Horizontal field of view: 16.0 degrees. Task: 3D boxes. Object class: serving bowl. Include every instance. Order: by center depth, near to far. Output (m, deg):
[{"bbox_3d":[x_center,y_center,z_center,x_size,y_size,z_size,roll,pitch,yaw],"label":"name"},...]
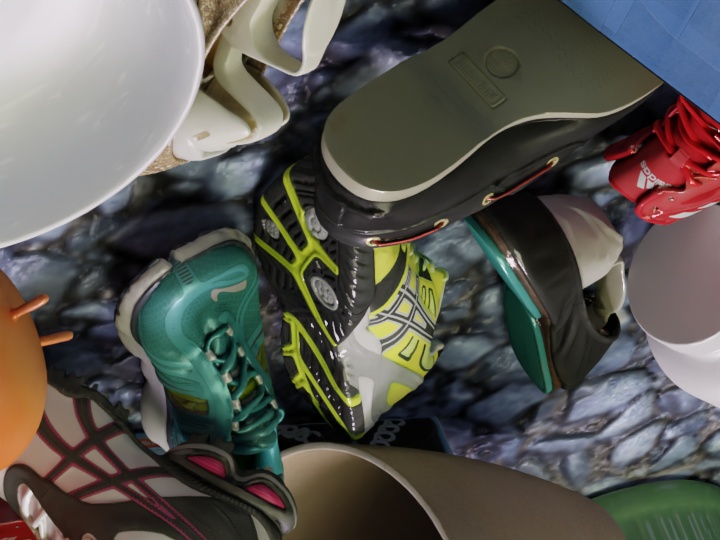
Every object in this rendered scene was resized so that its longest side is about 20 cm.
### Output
[{"bbox_3d":[-0.165,-0.092,1.016,0.200,0.066,0.200,-13,143,-10],"label":"serving bowl"}]

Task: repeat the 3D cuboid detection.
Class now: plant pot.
[{"bbox_3d":[0.053,0.176,1.371,0.200,0.187,0.187,-3,142,-47],"label":"plant pot"}]

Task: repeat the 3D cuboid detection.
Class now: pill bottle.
[{"bbox_3d":[0.229,0.030,1.379,0.112,0.113,0.200,-39,144,21],"label":"pill bottle"}]

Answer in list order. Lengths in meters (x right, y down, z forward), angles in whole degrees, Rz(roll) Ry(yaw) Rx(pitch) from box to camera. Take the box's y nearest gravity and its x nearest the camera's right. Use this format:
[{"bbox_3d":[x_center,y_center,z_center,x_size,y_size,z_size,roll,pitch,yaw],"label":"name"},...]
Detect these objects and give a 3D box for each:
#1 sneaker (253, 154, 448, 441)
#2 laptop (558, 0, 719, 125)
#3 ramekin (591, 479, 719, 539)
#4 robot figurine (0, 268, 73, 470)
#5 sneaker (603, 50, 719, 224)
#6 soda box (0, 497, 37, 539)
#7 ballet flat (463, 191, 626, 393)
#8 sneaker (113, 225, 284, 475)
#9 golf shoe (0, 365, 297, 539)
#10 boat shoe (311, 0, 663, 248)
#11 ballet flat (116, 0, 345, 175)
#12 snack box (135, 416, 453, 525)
[{"bbox_3d":[0.000,0.000,1.255,0.076,0.075,0.200,-36,153,-21],"label":"sneaker"},{"bbox_3d":[0.103,-0.152,1.049,0.200,0.116,0.187,-1,139,-27],"label":"laptop"},{"bbox_3d":[0.171,0.231,1.628,0.200,0.098,0.200,-16,145,-12],"label":"ramekin"},{"bbox_3d":[-0.227,0.056,1.139,0.200,0.117,0.144,-21,122,-3],"label":"robot figurine"},{"bbox_3d":[0.168,-0.059,1.222,0.115,0.078,0.200,-31,164,16],"label":"sneaker"},{"bbox_3d":[-0.261,0.131,1.264,0.200,0.063,0.070,-7,141,-24],"label":"soda box"},{"bbox_3d":[0.099,-0.001,1.310,0.068,0.068,0.200,-33,156,-4],"label":"ballet flat"},{"bbox_3d":[-0.066,0.050,1.252,0.077,0.080,0.200,-31,149,-15],"label":"sneaker"},{"bbox_3d":[-0.132,0.107,1.219,0.200,0.088,0.077,20,138,9],"label":"golf shoe"},{"bbox_3d":[0.064,-0.075,1.164,0.201,0.074,0.063,-28,160,-23],"label":"boat shoe"},{"bbox_3d":[-0.052,-0.093,1.077,0.070,0.065,0.200,-28,158,-43],"label":"ballet flat"},{"bbox_3d":[-0.058,0.134,1.413,0.200,0.037,0.116,-1,138,-30],"label":"snack box"}]
